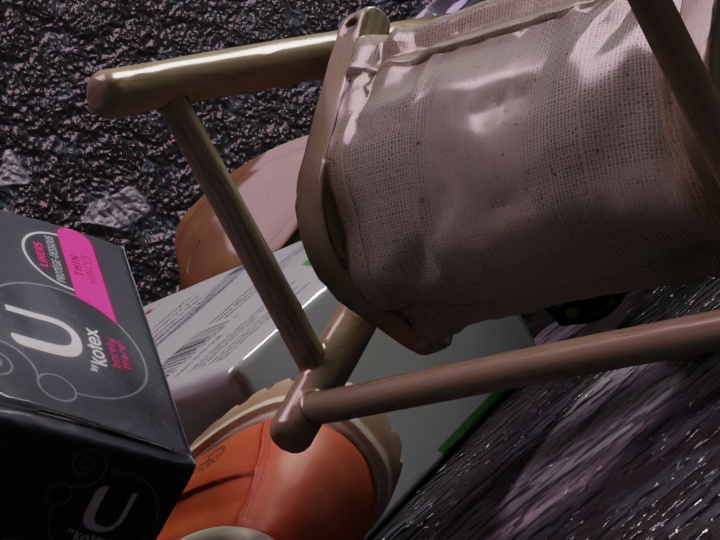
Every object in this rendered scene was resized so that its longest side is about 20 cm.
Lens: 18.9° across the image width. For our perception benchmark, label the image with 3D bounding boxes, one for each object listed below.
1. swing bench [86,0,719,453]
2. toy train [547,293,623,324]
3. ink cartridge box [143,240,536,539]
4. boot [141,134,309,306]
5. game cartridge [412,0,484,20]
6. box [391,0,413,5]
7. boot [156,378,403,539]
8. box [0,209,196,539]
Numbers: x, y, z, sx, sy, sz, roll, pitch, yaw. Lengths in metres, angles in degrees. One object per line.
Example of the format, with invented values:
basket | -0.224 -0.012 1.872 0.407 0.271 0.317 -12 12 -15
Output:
swing bench | 0.067 -0.062 0.636 0.198 0.131 0.200 -14 20 48
toy train | 0.101 -0.034 0.816 0.034 0.046 0.200 -30 12 31
ink cartridge box | -0.051 0.058 0.859 0.199 0.083 0.147 -20 16 46
boot | -0.042 0.029 1.131 0.199 0.146 0.071 -38 41 17
game cartridge | 0.082 -0.127 0.911 0.200 0.038 0.130 -44 -3 2
box | 0.099 -0.195 1.028 0.158 0.046 0.200 -33 -2 25
boot | -0.078 0.119 0.720 0.200 0.075 0.107 -41 10 29
box | -0.149 0.089 0.691 0.201 0.105 0.123 -60 31 24
